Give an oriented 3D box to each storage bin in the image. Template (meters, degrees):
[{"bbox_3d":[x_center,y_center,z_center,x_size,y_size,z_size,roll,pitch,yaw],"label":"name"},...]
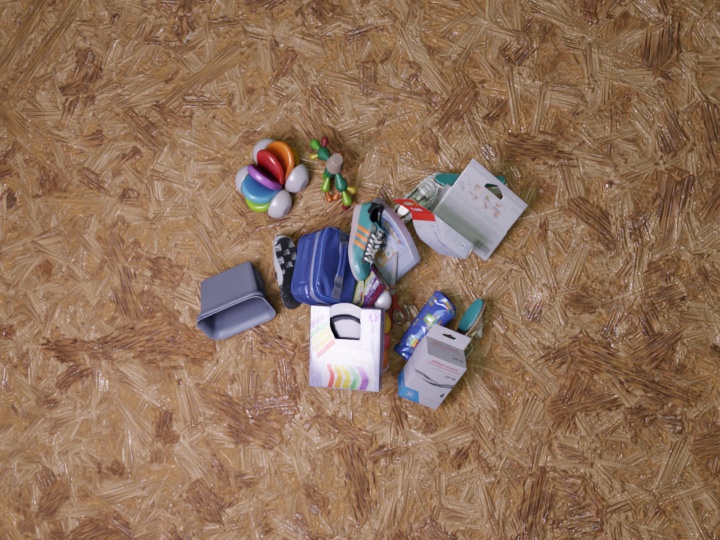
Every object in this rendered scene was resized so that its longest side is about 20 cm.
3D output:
[{"bbox_3d":[-0.335,0.078,1.573,0.194,0.147,0.138,-21,56,7],"label":"storage bin"}]

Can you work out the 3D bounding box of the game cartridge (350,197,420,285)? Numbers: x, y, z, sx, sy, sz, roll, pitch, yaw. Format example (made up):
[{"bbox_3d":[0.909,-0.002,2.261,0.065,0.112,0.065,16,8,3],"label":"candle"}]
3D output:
[{"bbox_3d":[0.067,-0.079,1.531,0.203,0.041,0.133,56,133,9],"label":"game cartridge"}]

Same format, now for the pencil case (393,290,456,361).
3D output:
[{"bbox_3d":[0.170,0.153,1.508,0.086,0.078,0.202,36,92,23],"label":"pencil case"}]

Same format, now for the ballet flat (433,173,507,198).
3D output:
[{"bbox_3d":[0.284,-0.209,1.518,0.192,0.065,0.077,3,43,3],"label":"ballet flat"}]

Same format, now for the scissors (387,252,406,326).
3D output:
[{"bbox_3d":[0.076,0.056,1.525,0.070,0.014,0.207,-5,108,12],"label":"scissors"}]

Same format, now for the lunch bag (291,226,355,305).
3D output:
[{"bbox_3d":[-0.079,-0.011,1.482,0.130,0.134,0.207,-9,68,46],"label":"lunch bag"}]

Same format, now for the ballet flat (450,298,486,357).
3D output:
[{"bbox_3d":[0.274,0.169,1.508,0.064,0.071,0.203,34,94,-17],"label":"ballet flat"}]

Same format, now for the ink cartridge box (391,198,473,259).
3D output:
[{"bbox_3d":[0.167,-0.105,1.453,0.197,0.160,0.048,33,87,-17],"label":"ink cartridge box"}]

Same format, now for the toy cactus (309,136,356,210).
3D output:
[{"bbox_3d":[-0.065,-0.267,1.541,0.099,0.165,0.206,-19,88,-14],"label":"toy cactus"}]

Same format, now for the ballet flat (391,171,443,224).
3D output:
[{"bbox_3d":[0.152,-0.185,1.544,0.199,0.072,0.072,-42,81,3],"label":"ballet flat"}]

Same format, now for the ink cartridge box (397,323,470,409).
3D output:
[{"bbox_3d":[0.183,0.239,1.441,0.113,0.068,0.203,20,124,-12],"label":"ink cartridge box"}]

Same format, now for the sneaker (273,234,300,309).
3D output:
[{"bbox_3d":[-0.197,0.000,1.588,0.072,0.088,0.207,-10,107,-17],"label":"sneaker"}]

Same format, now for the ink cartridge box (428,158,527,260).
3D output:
[{"bbox_3d":[0.294,-0.154,1.476,0.197,0.045,0.178,34,102,-16],"label":"ink cartridge box"}]

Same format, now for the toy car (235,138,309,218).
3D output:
[{"bbox_3d":[-0.245,-0.254,1.566,0.173,0.150,0.202,37,91,9],"label":"toy car"}]

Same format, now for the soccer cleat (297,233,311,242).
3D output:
[{"bbox_3d":[-0.128,0.004,1.584,0.082,0.064,0.208,-10,88,37],"label":"soccer cleat"}]

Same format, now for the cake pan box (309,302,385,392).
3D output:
[{"bbox_3d":[-0.033,0.180,1.406,0.177,0.052,0.208,3,92,12],"label":"cake pan box"}]

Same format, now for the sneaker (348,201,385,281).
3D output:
[{"bbox_3d":[0.020,-0.077,1.460,0.078,0.071,0.207,-6,72,30],"label":"sneaker"}]

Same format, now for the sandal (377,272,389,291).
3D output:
[{"bbox_3d":[-0.006,0.006,1.556,0.079,0.059,0.207,-42,81,4],"label":"sandal"}]

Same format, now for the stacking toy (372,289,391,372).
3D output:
[{"bbox_3d":[0.033,0.143,1.476,0.142,0.146,0.206,23,105,10],"label":"stacking toy"}]

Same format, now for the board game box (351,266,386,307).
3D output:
[{"bbox_3d":[-0.018,0.087,1.479,0.032,0.121,0.202,29,104,-32],"label":"board game box"}]
